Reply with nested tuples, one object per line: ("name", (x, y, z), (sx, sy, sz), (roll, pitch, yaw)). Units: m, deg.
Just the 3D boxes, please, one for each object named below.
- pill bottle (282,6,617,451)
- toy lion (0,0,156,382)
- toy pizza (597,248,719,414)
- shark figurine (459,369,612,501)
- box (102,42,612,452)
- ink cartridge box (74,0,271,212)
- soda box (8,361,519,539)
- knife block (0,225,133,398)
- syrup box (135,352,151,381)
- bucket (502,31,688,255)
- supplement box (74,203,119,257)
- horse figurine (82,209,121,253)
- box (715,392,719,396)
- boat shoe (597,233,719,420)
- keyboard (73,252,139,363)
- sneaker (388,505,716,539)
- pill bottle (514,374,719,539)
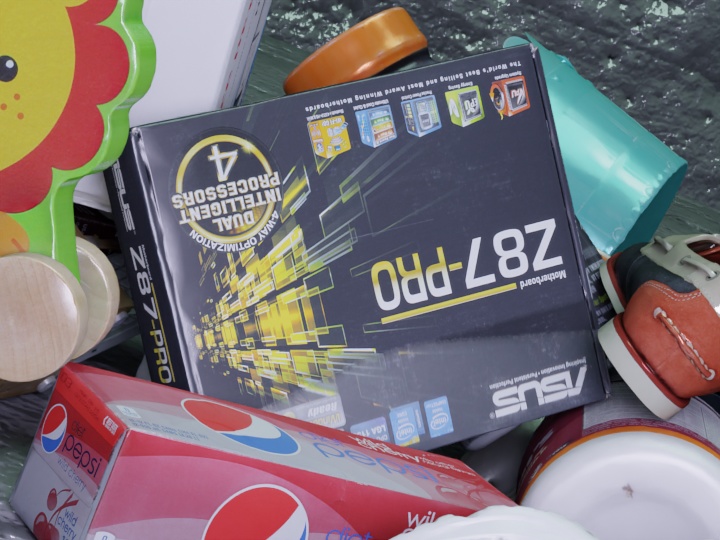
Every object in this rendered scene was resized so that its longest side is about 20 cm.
("pill bottle", (0.043, -0.024, 1.216), (0.201, 0.106, 0.106), (59, 15, 5))
("toy lion", (-0.172, -0.055, 0.938), (0.198, 0.193, 0.069), (-5, 6, 10))
("toy pizza", (0.132, 0.024, 1.360), (0.200, 0.032, 0.200), (33, -11, 7))
("shark figurine", (0.101, 0.051, 1.340), (0.127, 0.090, 0.215), (-15, 13, 7))
("box", (0.000, 0.000, 1.091), (0.199, 0.162, 0.049), (-13, 4, -27))
("ink cartridge box", (-0.089, -0.118, 1.176), (0.085, 0.147, 0.200), (17, 16, -2))
("soda box", (-0.030, 0.095, 0.996), (0.199, 0.064, 0.070), (16, 11, -34))
("knife block", (-0.187, -0.029, 1.111), (0.176, 0.064, 0.200), (51, 15, 8))
("syrup box", (-0.026, 0.038, 1.274), (0.081, 0.079, 0.200), (25, 10, 22))
("bucket", (0.104, -0.030, 1.612), (0.134, 0.208, 0.207), (34, 11, 10))
("supplement box", (-0.222, -0.034, 1.272), (0.199, 0.061, 0.109), (14, 15, -40))
("horse figurine", (-0.124, -0.048, 1.267), (0.132, 0.050, 0.200), (5, 19, -44))
("box", (0.249, 0.051, 1.172), (0.158, 0.046, 0.200), (9, 3, -8))
("boat shoe", (0.147, 0.014, 1.134), (0.071, 0.063, 0.200), (48, 12, -1))
("keyboard", (-0.113, 0.009, 1.248), (0.056, 0.011, 0.200), (29, 31, 24))
("sneaker", (0.083, 0.148, 0.940), (0.198, 0.078, 0.100), (4, 51, -8))
("pill bottle", (0.122, 0.108, 1.141), (0.109, 0.110, 0.200), (23, 9, 2))
